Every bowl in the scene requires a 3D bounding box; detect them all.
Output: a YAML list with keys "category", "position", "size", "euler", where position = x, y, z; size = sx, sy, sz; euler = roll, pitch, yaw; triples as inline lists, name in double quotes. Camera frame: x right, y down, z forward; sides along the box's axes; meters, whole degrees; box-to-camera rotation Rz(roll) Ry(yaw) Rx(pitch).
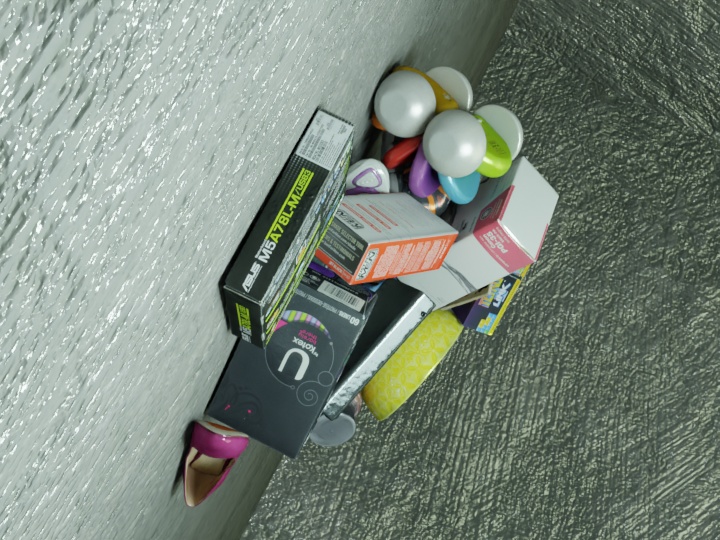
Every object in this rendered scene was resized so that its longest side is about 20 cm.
- category: "bowl"
  position: [0.055, 0.118, 1.546]
  size: [0.200, 0.108, 0.200]
  euler: [-49, 179, -1]

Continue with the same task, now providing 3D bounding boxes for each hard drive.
- category: "hard drive"
  position: [0.002, 0.100, 1.349]
  size: [0.200, 0.033, 0.140]
  euler: [-48, -161, -6]

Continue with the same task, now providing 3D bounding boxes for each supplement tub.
- category: "supplement tub"
  position: [-0.057, 0.164, 1.513]
  size: [0.200, 0.107, 0.107]
  euler: [-104, -150, -48]

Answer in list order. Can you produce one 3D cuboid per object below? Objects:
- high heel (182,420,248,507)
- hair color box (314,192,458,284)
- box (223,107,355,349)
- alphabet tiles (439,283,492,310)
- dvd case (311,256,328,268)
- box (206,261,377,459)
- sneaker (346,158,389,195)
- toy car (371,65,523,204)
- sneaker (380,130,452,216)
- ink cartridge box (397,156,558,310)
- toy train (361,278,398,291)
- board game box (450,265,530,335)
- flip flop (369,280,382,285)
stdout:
- category: "high heel"
  position: [-0.174, 0.229, 1.175]
  size: [0.200, 0.067, 0.096]
  euler: [116, -9, -75]
- category: "hair color box"
  position: [0.023, -0.043, 1.251]
  size: [0.200, 0.101, 0.061]
  euler: [-8, 131, -53]
- category: "box"
  position: [-0.070, -0.035, 1.013]
  size: [0.201, 0.047, 0.193]
  euler: [-63, 179, -16]
- category: "alphabet tiles"
  position: [0.172, -0.038, 1.484]
  size: [0.167, 0.008, 0.201]
  euler: [-22, -137, 48]
- category: "dvd case"
  position: [-0.063, 0.045, 1.340]
  size: [0.146, 0.022, 0.201]
  euler: [-80, -178, -60]
- category: "box"
  position: [-0.079, 0.099, 1.203]
  size: [0.201, 0.122, 0.106]
  euler: [-65, 177, 16]
- category: "sneaker"
  position: [-0.004, -0.107, 1.385]
  size: [0.200, 0.075, 0.100]
  euler: [111, -11, -62]
- category: "toy car"
  position: [0.099, -0.167, 1.320]
  size: [0.175, 0.200, 0.150]
  euler: [-21, 148, -57]
- category: "sneaker"
  position: [0.087, -0.154, 1.433]
  size: [0.078, 0.112, 0.201]
  euler: [103, -12, -62]
- category: "ink cartridge box"
  position: [0.157, -0.047, 1.392]
  size: [0.200, 0.083, 0.147]
  euler: [-29, -155, 42]
- category: "toy train"
  position: [0.011, 0.027, 1.508]
  size: [0.114, 0.199, 0.087]
  euler: [-108, -179, -47]
- category: "board game box"
  position: [0.183, -0.023, 1.558]
  size: [0.166, 0.057, 0.200]
  euler: [-63, -157, 17]
- category: "flip flop"
  position: [0.000, 0.000, 1.416]
  size: [0.200, 0.058, 0.081]
  euler: [-27, 163, 20]
